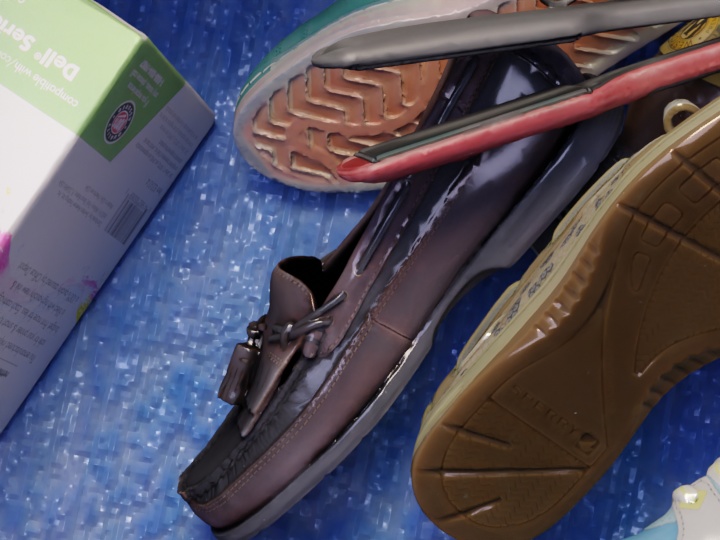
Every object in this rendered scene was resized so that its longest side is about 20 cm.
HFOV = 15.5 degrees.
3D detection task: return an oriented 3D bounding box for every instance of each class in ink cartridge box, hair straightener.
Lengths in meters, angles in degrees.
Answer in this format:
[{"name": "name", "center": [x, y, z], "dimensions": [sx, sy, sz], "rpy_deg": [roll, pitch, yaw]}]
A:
[{"name": "ink cartridge box", "center": [-0.140, 0.001, 0.890], "dimensions": [0.067, 0.117, 0.200], "rpy_deg": [33, 86, 13]}, {"name": "hair straightener", "center": [0.080, -0.088, 0.817], "dimensions": [0.200, 0.041, 0.077], "rpy_deg": [-16, 99, -3]}]

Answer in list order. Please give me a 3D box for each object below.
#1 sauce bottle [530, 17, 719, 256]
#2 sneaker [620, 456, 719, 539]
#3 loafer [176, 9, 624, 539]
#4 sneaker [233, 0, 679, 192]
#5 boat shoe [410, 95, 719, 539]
[{"name": "sauce bottle", "center": [0.138, -0.067, 0.878], "dimensions": [0.200, 0.065, 0.065], "rpy_deg": [-43, 76, 5]}, {"name": "sneaker", "center": [0.135, 0.056, 0.853], "dimensions": [0.200, 0.080, 0.131], "rpy_deg": [-11, 80, -2]}, {"name": "loafer", "center": [0.000, 0.000, 0.875], "dimensions": [0.063, 0.072, 0.200], "rpy_deg": [39, 98, -17]}, {"name": "sneaker", "center": [0.045, -0.097, 0.907], "dimensions": [0.200, 0.071, 0.080], "rpy_deg": [-27, 35, 18]}, {"name": "boat shoe", "center": [0.088, 0.001, 0.843], "dimensions": [0.200, 0.063, 0.073], "rpy_deg": [-43, 109, 13]}]
